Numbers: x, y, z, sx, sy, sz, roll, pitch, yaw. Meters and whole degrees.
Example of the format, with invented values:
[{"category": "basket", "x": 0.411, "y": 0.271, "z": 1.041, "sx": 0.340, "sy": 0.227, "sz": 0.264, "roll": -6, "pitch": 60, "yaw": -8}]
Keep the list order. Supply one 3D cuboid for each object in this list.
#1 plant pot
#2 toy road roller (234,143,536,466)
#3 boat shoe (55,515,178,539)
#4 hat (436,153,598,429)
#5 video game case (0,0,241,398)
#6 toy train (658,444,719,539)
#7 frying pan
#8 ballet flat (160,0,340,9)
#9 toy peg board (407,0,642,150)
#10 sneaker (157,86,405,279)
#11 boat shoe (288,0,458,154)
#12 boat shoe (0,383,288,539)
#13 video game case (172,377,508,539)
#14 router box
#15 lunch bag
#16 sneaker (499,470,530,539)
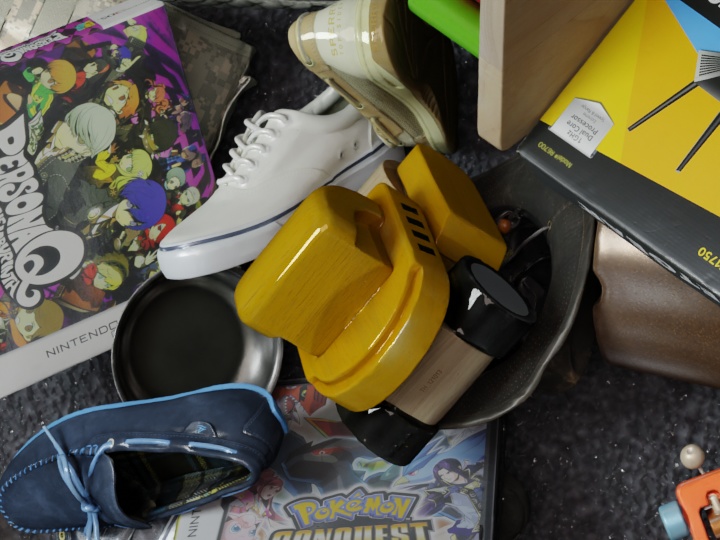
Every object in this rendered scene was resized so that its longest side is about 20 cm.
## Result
[{"category": "plant pot", "x": 0.247, "y": -0.006, "z": 1.295, "sx": 0.197, "sy": 0.200, "sz": 0.202, "roll": 7, "pitch": 87, "yaw": 19}, {"category": "toy road roller", "x": 0.000, "y": 0.000, "z": 1.291, "sx": 0.146, "sy": 0.200, "sz": 0.123, "roll": 32, "pitch": 110, "yaw": -28}, {"category": "boat shoe", "x": -0.167, "y": 0.203, "z": 1.425, "sx": 0.090, "sy": 0.071, "sz": 0.201, "roll": 29, "pitch": 85, "yaw": 14}, {"category": "hat", "x": 0.096, "y": 0.027, "z": 1.356, "sx": 0.081, "sy": 0.201, "sz": 0.201, "roll": 34, "pitch": 94, "yaw": -30}, {"category": "video game case", "x": -0.177, "y": -0.044, "z": 1.357, "sx": 0.180, "sy": 0.036, "sz": 0.201, "roll": -24, "pitch": 117, "yaw": -19}, {"category": "toy train", "x": 0.175, "y": 0.205, "z": 1.358, "sx": 0.199, "sy": 0.056, "sz": 0.151, "roll": -27, "pitch": 79, "yaw": 6}, {"category": "frying pan", "x": -0.074, "y": 0.028, "z": 1.392, "sx": 0.190, "sy": 0.031, "sz": 0.115, "roll": -38, "pitch": 111, "yaw": -18}, {"category": "ballet flat", "x": -0.033, "y": -0.177, "z": 1.301, "sx": 0.198, "sy": 0.057, "sz": 0.067, "roll": -5, "pitch": 116, "yaw": 18}, {"category": "toy peg board", "x": 0.112, "y": -0.208, "z": 1.217, "sx": 0.098, "sy": 0.200, "sz": 0.200, "roll": 37, "pitch": 61, "yaw": 28}, {"category": "sneaker", "x": -0.056, "y": -0.062, "z": 1.369, "sx": 0.073, "sy": 0.200, "sz": 0.071, "roll": -2, "pitch": 116, "yaw": 46}, {"category": "boat shoe", "x": 0.015, "y": -0.117, "z": 1.342, "sx": 0.063, "sy": 0.201, "sz": 0.074, "roll": -4, "pitch": 80, "yaw": 16}, {"category": "boat shoe", "x": -0.142, "y": 0.119, "z": 1.338, "sx": 0.199, "sy": 0.069, "sz": 0.084, "roll": -24, "pitch": 117, "yaw": 26}, {"category": "video game case", "x": -0.012, "y": 0.131, "z": 1.355, "sx": 0.198, "sy": 0.181, "sz": 0.026, "roll": -6, "pitch": 129, "yaw": 12}, {"category": "router box", "x": 0.206, "y": -0.064, "z": 1.205, "sx": 0.200, "sy": 0.051, "sz": 0.149, "roll": 38, "pitch": 89, "yaw": 32}, {"category": "lunch bag", "x": -0.181, "y": -0.110, "z": 1.428, "sx": 0.199, "sy": 0.118, "sz": 0.165, "roll": 25, "pitch": 93, "yaw": 6}, {"category": "sneaker", "x": 0.008, "y": 0.188, "z": 1.355, "sx": 0.199, "sy": 0.116, "sz": 0.075, "roll": -18, "pitch": 110, "yaw": 15}]
